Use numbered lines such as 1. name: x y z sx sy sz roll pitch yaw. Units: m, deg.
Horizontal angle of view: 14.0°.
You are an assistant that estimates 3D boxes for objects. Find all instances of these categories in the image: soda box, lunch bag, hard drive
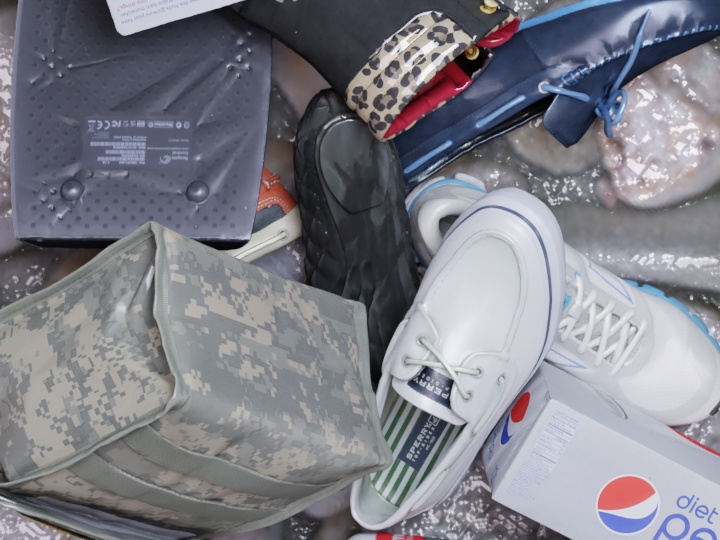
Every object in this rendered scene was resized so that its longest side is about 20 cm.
1. soda box: 0.164 0.124 1.529 0.200 0.068 0.064 27 103 -10
2. lunch bag: -0.115 0.078 1.483 0.200 0.164 0.118 -28 58 32
3. hard drive: -0.112 -0.103 1.532 0.135 0.042 0.200 0 69 2

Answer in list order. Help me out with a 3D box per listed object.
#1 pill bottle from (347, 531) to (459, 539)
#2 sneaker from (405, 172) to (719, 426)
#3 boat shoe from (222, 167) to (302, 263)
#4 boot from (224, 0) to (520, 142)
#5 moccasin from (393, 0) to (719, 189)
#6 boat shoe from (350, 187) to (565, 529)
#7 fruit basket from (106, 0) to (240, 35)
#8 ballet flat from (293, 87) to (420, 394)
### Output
1. pill bottle: 0.041 0.196 1.536 0.200 0.114 0.114 6 93 2
2. sneaker: 0.105 0.021 1.539 0.200 0.087 0.075 31 92 -1
3. boat shoe: -0.116 0.018 1.558 0.200 0.071 0.063 -42 93 -1
4. boot: 0.024 -0.171 1.508 0.200 0.073 0.151 -40 76 -20
5. moccasin: 0.101 -0.094 1.543 0.200 0.080 0.068 -19 77 16
6. boat shoe: 0.048 0.054 1.492 0.073 0.067 0.200 26 123 15
7. fruit basket: -0.065 -0.235 1.443 0.185 0.094 0.200 -16 102 18
8. ballet flat: 0.000 0.000 1.548 0.066 0.057 0.200 -4 112 -5
